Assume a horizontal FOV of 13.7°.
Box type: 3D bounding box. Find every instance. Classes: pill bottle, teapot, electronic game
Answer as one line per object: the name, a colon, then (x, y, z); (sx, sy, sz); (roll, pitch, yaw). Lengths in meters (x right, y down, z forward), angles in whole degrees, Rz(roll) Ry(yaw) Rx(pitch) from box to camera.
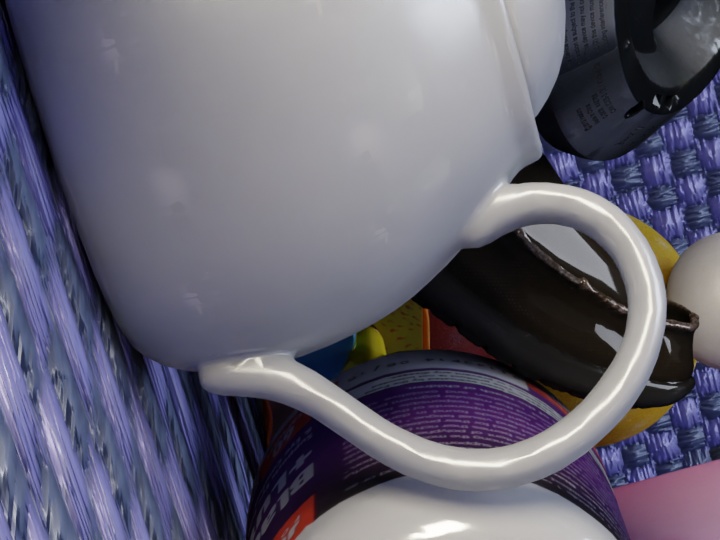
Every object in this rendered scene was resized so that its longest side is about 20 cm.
pill bottle: (0.023, 0.097, 0.809); (0.200, 0.111, 0.112); (-97, 171, -78)
teapot: (-0.008, -0.071, 0.766); (0.197, 0.146, 0.200); (-102, 176, -57)
electronic game: (0.091, -0.130, 0.885); (0.200, 0.042, 0.200); (-48, 147, -47)

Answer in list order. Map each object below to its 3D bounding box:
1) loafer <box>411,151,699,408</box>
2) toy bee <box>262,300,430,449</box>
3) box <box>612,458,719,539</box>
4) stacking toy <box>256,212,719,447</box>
loafer: (0.026, -0.028, 0.892); (0.200, 0.071, 0.073); (33, 5, -12)
toy bee: (0.000, 0.000, 0.974); (0.200, 0.109, 0.131); (72, 5, -50)
box: (0.094, 0.191, 1.105); (0.097, 0.176, 0.200); (-101, 174, -63)
stacking toy: (0.073, 0.023, 1.080); (0.146, 0.200, 0.146); (17, 69, -55)
